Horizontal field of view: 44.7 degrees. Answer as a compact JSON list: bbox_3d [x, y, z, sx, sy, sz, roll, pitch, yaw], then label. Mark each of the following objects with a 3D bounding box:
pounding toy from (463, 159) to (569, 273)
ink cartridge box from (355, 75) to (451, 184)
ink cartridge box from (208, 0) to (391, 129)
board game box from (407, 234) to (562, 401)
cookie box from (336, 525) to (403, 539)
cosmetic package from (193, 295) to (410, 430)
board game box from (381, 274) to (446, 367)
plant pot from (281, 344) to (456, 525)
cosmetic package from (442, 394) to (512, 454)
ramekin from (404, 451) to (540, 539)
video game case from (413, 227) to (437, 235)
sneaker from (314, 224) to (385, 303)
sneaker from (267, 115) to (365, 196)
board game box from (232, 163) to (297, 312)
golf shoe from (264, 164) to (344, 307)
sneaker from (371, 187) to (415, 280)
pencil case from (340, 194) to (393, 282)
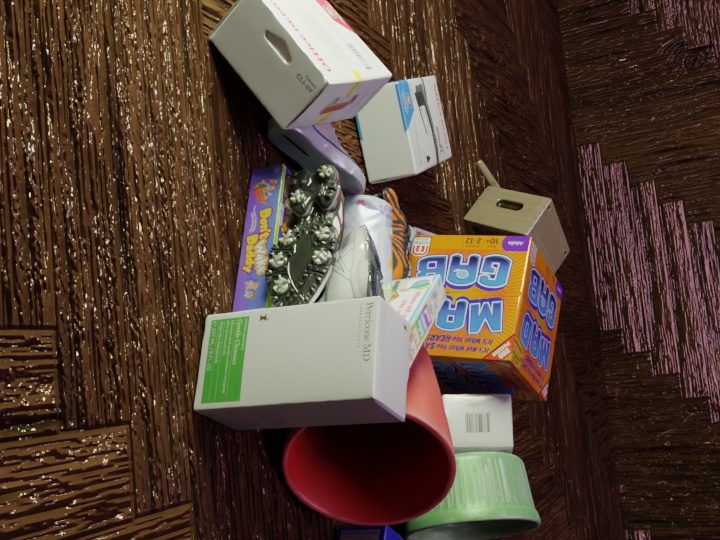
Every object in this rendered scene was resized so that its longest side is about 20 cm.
[{"bbox_3d":[0.311,-0.101,1.801,0.142,0.199,0.184,-51,135,-22],"label":"pounding toy"},{"bbox_3d":[0.070,-0.231,1.406,0.200,0.084,0.145,-35,114,-64],"label":"ink cartridge box"},{"bbox_3d":[-0.067,-0.254,1.048,0.145,0.083,0.200,50,25,4],"label":"ink cartridge box"},{"bbox_3d":[0.190,0.076,1.396,0.200,0.199,0.201,44,54,-53],"label":"board game box"},{"bbox_3d":[0.023,0.443,1.092,0.171,0.075,0.201,54,36,-45],"label":"cookie box"},{"bbox_3d":[-0.057,0.097,0.878,0.085,0.199,0.108,43,44,-54],"label":"cosmetic package"},{"bbox_3d":[0.009,0.070,1.003,0.200,0.134,0.034,-52,129,-57],"label":"board game box"},{"bbox_3d":[0.014,0.172,1.045,0.178,0.199,0.201,-83,154,-54],"label":"plant pot"},{"bbox_3d":[0.181,0.263,1.379,0.200,0.107,0.085,79,11,-66],"label":"cosmetic package"},{"bbox_3d":[0.159,0.336,1.292,0.200,0.199,0.098,39,40,-56],"label":"ramekin"},{"bbox_3d":[0.132,0.006,1.548,0.200,0.017,0.144,11,73,-64],"label":"video game case"},{"bbox_3d":[-0.019,0.003,1.044,0.200,0.087,0.075,-87,159,-69],"label":"sneaker"},{"bbox_3d":[-0.048,-0.163,1.137,0.200,0.073,0.071,44,47,-53],"label":"sneaker"},{"bbox_3d":[-0.087,-0.003,1.032,0.134,0.045,0.201,44,44,-54],"label":"board game box"},{"bbox_3d":[-0.048,-0.026,0.983,0.088,0.077,0.201,65,29,-47],"label":"golf shoe"},{"bbox_3d":[0.024,-0.048,1.275,0.200,0.077,0.112,-81,148,-56],"label":"sneaker"},{"bbox_3d":[0.000,0.000,1.177,0.083,0.090,0.201,67,23,-70],"label":"pencil case"}]
